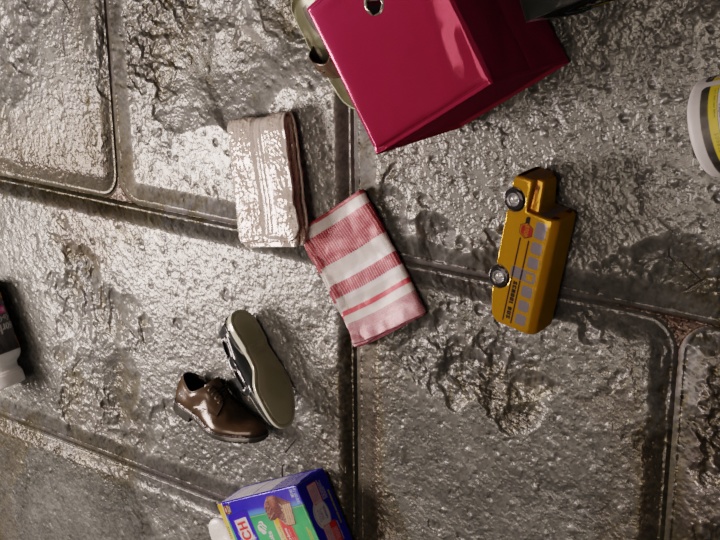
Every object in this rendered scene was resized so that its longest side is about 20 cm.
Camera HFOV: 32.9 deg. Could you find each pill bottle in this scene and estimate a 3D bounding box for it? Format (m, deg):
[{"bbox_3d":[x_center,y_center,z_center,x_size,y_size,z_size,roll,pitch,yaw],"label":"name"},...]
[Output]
[{"bbox_3d":[-0.714,0.129,2.313,0.116,0.116,0.200,-16,95,40],"label":"pill bottle"},{"bbox_3d":[0.459,-0.166,1.288,0.200,0.112,0.113,-7,100,40],"label":"pill bottle"}]

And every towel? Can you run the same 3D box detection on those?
[{"bbox_3d":[0.000,0.000,1.766,0.144,0.023,0.200,-30,85,40],"label":"towel"},{"bbox_3d":[-0.141,-0.132,1.814,0.132,0.034,0.200,-1,99,42],"label":"towel"}]

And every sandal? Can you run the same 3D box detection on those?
[{"bbox_3d":[-0.044,-0.299,1.679,0.201,0.057,0.080,54,129,11],"label":"sandal"}]

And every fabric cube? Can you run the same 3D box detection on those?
[{"bbox_3d":[0.093,-0.284,1.482,0.196,0.200,0.200,-27,88,39],"label":"fabric cube"}]

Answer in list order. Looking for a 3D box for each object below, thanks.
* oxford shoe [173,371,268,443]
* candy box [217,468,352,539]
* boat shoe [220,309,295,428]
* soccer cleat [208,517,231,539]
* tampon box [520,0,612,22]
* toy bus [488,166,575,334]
[{"bbox_3d":[-0.230,0.222,1.989,0.200,0.073,0.085,22,115,31],"label":"oxford shoe"},{"bbox_3d":[-0.118,0.423,1.962,0.200,0.077,0.169,-22,91,42],"label":"candy box"},{"bbox_3d":[-0.169,0.163,1.920,0.066,0.074,0.200,-34,82,42],"label":"boat shoe"},{"bbox_3d":[-0.203,0.507,2.051,0.069,0.085,0.200,-43,77,39],"label":"soccer cleat"},{"bbox_3d":[0.282,-0.368,1.338,0.200,0.150,0.126,-13,95,40],"label":"tampon box"},{"bbox_3d":[0.219,-0.026,1.555,0.078,0.065,0.200,24,118,30],"label":"toy bus"}]
